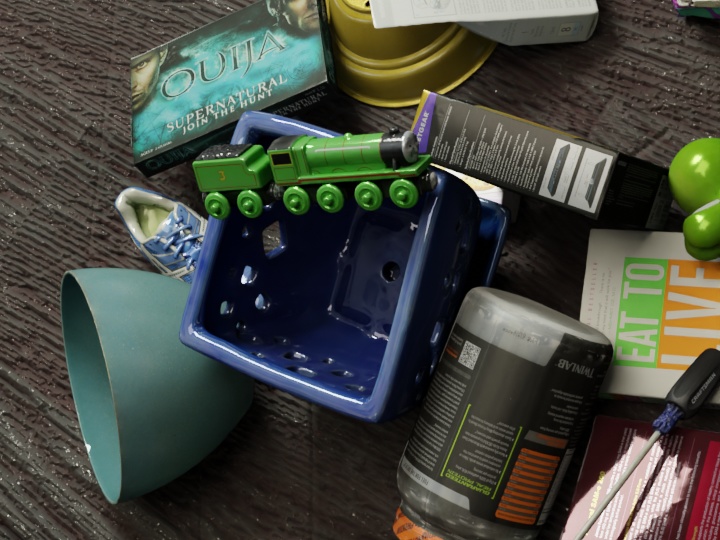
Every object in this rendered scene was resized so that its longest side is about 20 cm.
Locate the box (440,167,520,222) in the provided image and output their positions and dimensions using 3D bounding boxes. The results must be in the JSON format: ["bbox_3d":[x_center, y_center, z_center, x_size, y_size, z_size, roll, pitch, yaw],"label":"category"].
[{"bbox_3d":[0.044,-0.070,1.329,0.199,0.039,0.042,5,71,28],"label":"box"}]

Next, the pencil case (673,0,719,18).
[{"bbox_3d":[0.348,-0.230,1.220,0.199,0.085,0.093,17,61,31],"label":"pencil case"}]

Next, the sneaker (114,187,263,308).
[{"bbox_3d":[-0.155,-0.010,1.380,0.200,0.077,0.076,34,84,32],"label":"sneaker"}]

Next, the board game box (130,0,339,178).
[{"bbox_3d":[-0.119,-0.177,1.378,0.199,0.028,0.136,-21,52,16],"label":"board game box"}]

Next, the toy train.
[{"bbox_3d":[-0.036,-0.073,1.110,0.199,0.057,0.042,-3,24,29],"label":"toy train"}]

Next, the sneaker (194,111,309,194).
[{"bbox_3d":[-0.097,-0.140,1.410,0.085,0.077,0.201,4,71,23],"label":"sneaker"}]

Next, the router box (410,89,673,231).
[{"bbox_3d":[0.144,-0.081,1.153,0.157,0.200,0.053,21,97,23],"label":"router box"}]

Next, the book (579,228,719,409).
[{"bbox_3d":[0.272,0.041,1.170,0.199,0.048,0.134,3,74,26],"label":"book"}]

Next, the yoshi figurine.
[{"bbox_3d":[0.317,-0.088,1.144,0.199,0.113,0.112,-30,21,-6],"label":"yoshi figurine"}]

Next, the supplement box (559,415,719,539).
[{"bbox_3d":[0.257,0.178,1.094,0.199,0.061,0.109,7,60,28],"label":"supplement box"}]

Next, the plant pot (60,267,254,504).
[{"bbox_3d":[-0.169,0.088,1.298,0.134,0.201,0.201,-11,57,-20],"label":"plant pot"}]

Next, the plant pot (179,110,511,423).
[{"bbox_3d":[0.000,0.000,1.217,0.199,0.180,0.201,19,95,30],"label":"plant pot"}]

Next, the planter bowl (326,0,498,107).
[{"bbox_3d":[0.034,-0.258,1.389,0.199,0.083,0.202,-10,65,22],"label":"planter bowl"}]

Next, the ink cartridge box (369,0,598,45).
[{"bbox_3d":[0.097,-0.273,1.334,0.199,0.047,0.161,-6,64,-8],"label":"ink cartridge box"}]

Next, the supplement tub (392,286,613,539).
[{"bbox_3d":[0.103,0.124,1.152,0.122,0.122,0.201,26,98,32],"label":"supplement tub"}]

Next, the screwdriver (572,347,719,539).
[{"bbox_3d":[0.206,0.127,1.088,0.028,0.029,0.200,22,53,40],"label":"screwdriver"}]
